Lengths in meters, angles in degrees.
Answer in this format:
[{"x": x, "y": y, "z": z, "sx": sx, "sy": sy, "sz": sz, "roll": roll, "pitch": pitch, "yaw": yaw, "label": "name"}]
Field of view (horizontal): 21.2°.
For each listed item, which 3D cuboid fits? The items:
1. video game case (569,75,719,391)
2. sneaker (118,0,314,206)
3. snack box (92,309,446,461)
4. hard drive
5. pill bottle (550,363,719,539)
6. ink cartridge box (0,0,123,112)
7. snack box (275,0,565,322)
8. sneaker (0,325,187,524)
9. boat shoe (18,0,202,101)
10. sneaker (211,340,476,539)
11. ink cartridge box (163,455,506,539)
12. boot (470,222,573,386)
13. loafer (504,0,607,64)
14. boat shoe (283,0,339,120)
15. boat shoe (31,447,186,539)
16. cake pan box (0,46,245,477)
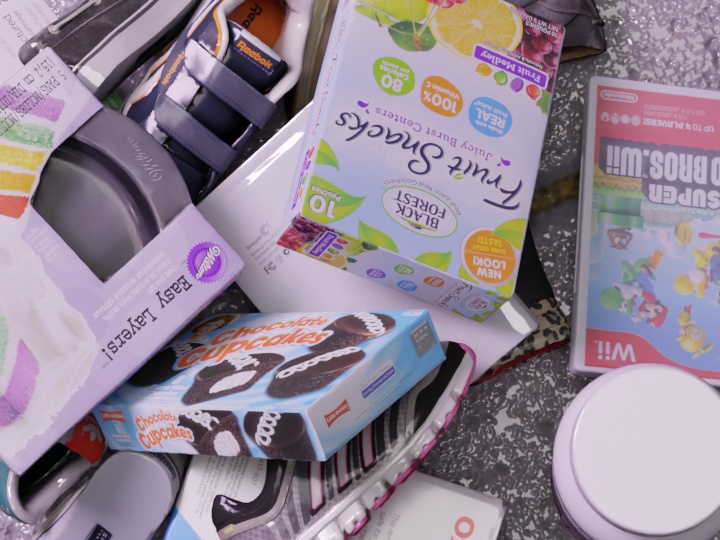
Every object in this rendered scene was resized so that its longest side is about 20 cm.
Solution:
[{"x": 0.212, "y": -0.024, "z": 1.259, "sx": 0.142, "sy": 0.017, "sz": 0.201, "roll": 6, "pitch": 75, "yaw": -6, "label": "video game case"}, {"x": -0.097, "y": -0.113, "z": 1.237, "sx": 0.078, "sy": 0.079, "sz": 0.201, "roll": 34, "pitch": 74, "yaw": -27, "label": "sneaker"}, {"x": -0.058, "y": 0.067, "z": 1.162, "sx": 0.116, "sy": 0.199, "sz": 0.037, "roll": -38, "pitch": 114, "yaw": -39, "label": "snack box"}, {"x": 0.000, "y": 0.000, "z": 1.225, "sx": 0.132, "sy": 0.026, "sz": 0.200, "roll": -41, "pitch": 87, "yaw": 11, "label": "hard drive"}, {"x": 0.173, "y": 0.118, "z": 1.164, "sx": 0.115, "sy": 0.200, "sz": 0.116, "roll": -1, "pitch": 79, "yaw": 4, "label": "pill bottle"}, {"x": -0.257, "y": -0.072, "z": 1.261, "sx": 0.200, "sy": 0.088, "sz": 0.146, "roll": -32, "pitch": 77, "yaw": -26, "label": "ink cartridge box"}, {"x": 0.041, "y": -0.086, "z": 1.189, "sx": 0.142, "sy": 0.053, "sz": 0.201, "roll": 20, "pitch": 63, "yaw": -13, "label": "snack box"}, {"x": -0.167, "y": 0.081, "z": 1.238, "sx": 0.070, "sy": 0.093, "sz": 0.200, "roll": 40, "pitch": 92, "yaw": -29, "label": "sneaker"}, {"x": -0.150, "y": -0.178, "z": 1.272, "sx": 0.064, "sy": 0.071, "sz": 0.200, "roll": 41, "pitch": 45, "yaw": -1, "label": "boat shoe"}, {"x": -0.014, "y": 0.107, "z": 1.164, "sx": 0.087, "sy": 0.074, "sz": 0.200, "roll": 42, "pitch": 86, "yaw": 6, "label": "sneaker"}, {"x": -0.021, "y": 0.187, "z": 1.228, "sx": 0.199, "sy": 0.084, "sz": 0.147, "roll": 19, "pitch": 81, "yaw": 8, "label": "ink cartridge box"}, {"x": 0.029, "y": 0.009, "z": 1.265, "sx": 0.203, "sy": 0.073, "sz": 0.154, "roll": -21, "pitch": 81, "yaw": 2, "label": "boot"}, {"x": 0.072, "y": -0.137, "z": 1.290, "sx": 0.199, "sy": 0.073, "sz": 0.072, "roll": -29, "pitch": 83, "yaw": 0, "label": "loafer"}, {"x": -0.003, "y": -0.194, "z": 1.307, "sx": 0.065, "sy": 0.072, "sz": 0.201, "roll": 15, "pitch": 89, "yaw": -13, "label": "boat shoe"}, {"x": -0.180, "y": 0.180, "z": 1.252, "sx": 0.071, "sy": 0.070, "sz": 0.200, "roll": 38, "pitch": 110, "yaw": 0, "label": "boat shoe"}, {"x": -0.195, "y": -0.007, "z": 1.164, "sx": 0.200, "sy": 0.052, "sz": 0.184, "roll": -42, "pitch": 95, "yaw": -14, "label": "cake pan box"}]
